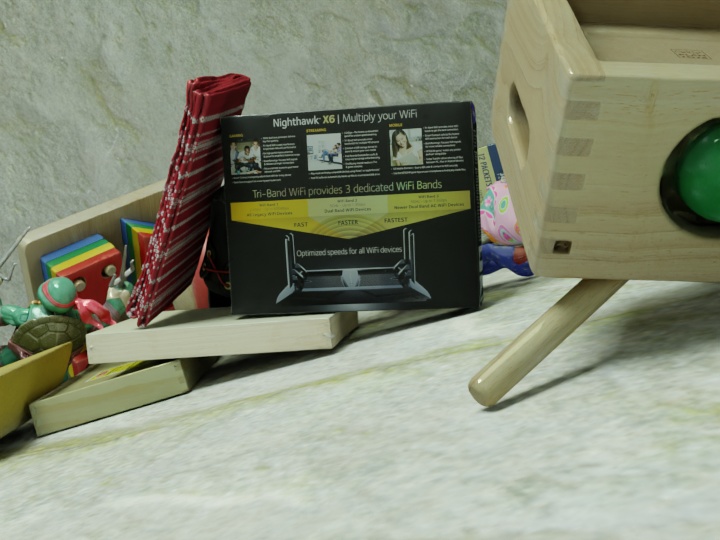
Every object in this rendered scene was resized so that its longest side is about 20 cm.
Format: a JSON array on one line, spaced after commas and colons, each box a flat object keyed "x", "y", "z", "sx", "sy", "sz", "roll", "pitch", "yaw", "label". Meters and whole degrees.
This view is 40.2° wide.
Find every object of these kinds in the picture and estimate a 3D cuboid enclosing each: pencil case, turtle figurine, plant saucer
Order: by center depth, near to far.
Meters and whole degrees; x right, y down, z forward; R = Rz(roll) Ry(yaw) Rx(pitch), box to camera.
[{"x": -0.341, "y": 0.125, "z": 0.786, "sx": 0.199, "sy": 0.049, "sz": 0.200, "roll": -21, "pitch": 4, "yaw": 3, "label": "plant saucer"}, {"x": -0.297, "y": 0.048, "z": 0.923, "sx": 0.149, "sy": 0.101, "sz": 0.200, "roll": 18, "pitch": -51, "yaw": -21, "label": "turtle figurine"}, {"x": 0.208, "y": -0.073, "z": 1.092, "sx": 0.087, "sy": 0.088, "sz": 0.200, "roll": -18, "pitch": 5, "yaw": -22, "label": "pencil case"}]

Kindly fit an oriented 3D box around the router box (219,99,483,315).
[{"x": -0.006, "y": -0.048, "z": 0.776, "sx": 0.199, "sy": 0.158, "sz": 0.052, "roll": -2, "pitch": 4, "yaw": 10, "label": "router box"}]

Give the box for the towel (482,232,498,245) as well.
[{"x": 0.117, "y": -0.032, "z": 1.274, "sx": 0.200, "sy": 0.035, "sz": 0.192, "roll": -18, "pitch": 4, "yaw": -29, "label": "towel"}]

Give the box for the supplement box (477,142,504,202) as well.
[{"x": 0.171, "y": -0.127, "z": 1.666, "sx": 0.199, "sy": 0.135, "sz": 0.200, "roll": -15, "pitch": 4, "yaw": 15, "label": "supplement box"}]

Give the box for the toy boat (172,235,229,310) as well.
[{"x": -0.117, "y": -0.003, "z": 1.044, "sx": 0.130, "sy": 0.131, "sz": 0.200, "roll": -9, "pitch": -3, "yaw": 20, "label": "toy boat"}]

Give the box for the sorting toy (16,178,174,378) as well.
[{"x": -0.257, "y": 0.025, "z": 1.088, "sx": 0.199, "sy": 0.200, "sz": 0.070, "roll": -27, "pitch": 45, "yaw": -34, "label": "sorting toy"}]

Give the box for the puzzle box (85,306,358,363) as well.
[{"x": -0.108, "y": 0.049, "z": 0.820, "sx": 0.199, "sy": 0.026, "sz": 0.133, "roll": -4, "pitch": 4, "yaw": 10, "label": "puzzle box"}]

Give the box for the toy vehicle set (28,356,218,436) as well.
[{"x": -0.197, "y": 0.093, "z": 0.863, "sx": 0.124, "sy": 0.027, "sz": 0.200, "roll": -17, "pitch": 4, "yaw": 1, "label": "toy vehicle set"}]

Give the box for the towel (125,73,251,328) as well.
[{"x": -0.139, "y": -0.064, "z": 0.809, "sx": 0.022, "sy": 0.200, "sz": 0.145, "roll": 19, "pitch": 16, "yaw": 2, "label": "towel"}]

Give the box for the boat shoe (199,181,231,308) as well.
[{"x": -0.109, "y": 0.000, "z": 0.894, "sx": 0.063, "sy": 0.074, "sz": 0.202, "roll": -38, "pitch": -29, "yaw": -28, "label": "boat shoe"}]

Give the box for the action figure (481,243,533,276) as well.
[{"x": 0.089, "y": -0.030, "z": 0.876, "sx": 0.200, "sy": 0.099, "sz": 0.065, "roll": -17, "pitch": -23, "yaw": 30, "label": "action figure"}]

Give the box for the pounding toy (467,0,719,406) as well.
[{"x": 0.141, "y": -0.051, "z": 0.475, "sx": 0.184, "sy": 0.142, "sz": 0.200, "roll": 2, "pitch": 35, "yaw": -2, "label": "pounding toy"}]
